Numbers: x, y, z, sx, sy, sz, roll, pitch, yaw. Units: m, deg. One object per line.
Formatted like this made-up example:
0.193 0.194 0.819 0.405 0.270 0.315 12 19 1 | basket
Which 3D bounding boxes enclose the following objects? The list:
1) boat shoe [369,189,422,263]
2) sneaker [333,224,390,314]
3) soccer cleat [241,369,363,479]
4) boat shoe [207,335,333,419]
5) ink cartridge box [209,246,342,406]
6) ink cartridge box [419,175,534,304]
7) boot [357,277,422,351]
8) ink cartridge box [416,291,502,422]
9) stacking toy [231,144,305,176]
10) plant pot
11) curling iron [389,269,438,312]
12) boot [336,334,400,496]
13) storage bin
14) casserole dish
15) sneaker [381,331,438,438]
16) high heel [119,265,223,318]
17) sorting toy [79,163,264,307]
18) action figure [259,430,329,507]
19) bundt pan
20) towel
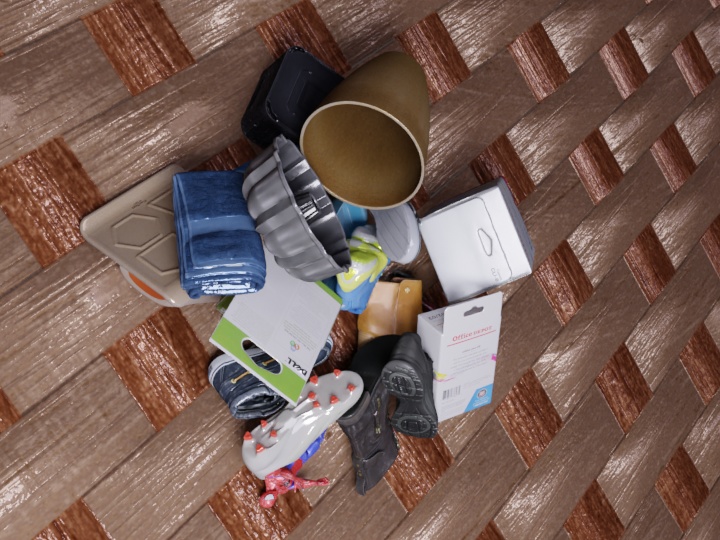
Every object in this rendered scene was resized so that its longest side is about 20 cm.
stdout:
0.062 -0.078 1.264 0.070 0.072 0.201 22 29 -31 | boat shoe
0.000 0.000 1.274 0.075 0.107 0.200 24 24 14 | sneaker
-0.079 0.211 1.164 0.198 0.069 0.078 -33 139 -20 | soccer cleat
-0.113 0.152 1.195 0.197 0.072 0.091 -15 46 -29 | boat shoe
-0.125 0.078 1.127 0.147 0.076 0.201 40 43 -15 | ink cartridge box
0.193 -0.054 1.364 0.148 0.143 0.200 67 15 -4 | ink cartridge box
0.088 0.088 1.345 0.198 0.071 0.147 10 93 -24 | boot
0.147 0.119 1.280 0.113 0.068 0.204 -14 121 -29 | ink cartridge box
-0.110 -0.077 1.259 0.109 0.115 0.203 -32 109 -31 | stacking toy
0.031 -0.227 1.231 0.186 0.185 0.202 41 48 -19 | plant pot
0.122 0.068 1.407 0.200 0.049 0.026 43 72 -23 | curling iron
0.027 0.218 1.279 0.201 0.068 0.176 -50 136 -34 | boot
-0.070 -0.234 1.313 0.198 0.093 0.137 31 64 -24 | storage bin
-0.039 -0.035 1.284 0.202 0.038 0.122 -65 149 -41 | casserole dish
0.083 0.172 1.231 0.202 0.074 0.092 80 23 -45 | sneaker
-0.240 0.006 1.184 0.198 0.068 0.097 26 38 -23 | high heel
-0.249 -0.049 1.135 0.199 0.037 0.185 34 52 23 | sorting toy
-0.066 0.266 1.205 0.201 0.098 0.066 -50 134 -28 | action figure
-0.091 -0.073 1.113 0.204 0.075 0.203 60 12 -20 | bundt pan
-0.185 -0.054 1.088 0.109 0.049 0.202 -5 48 -12 | towel
